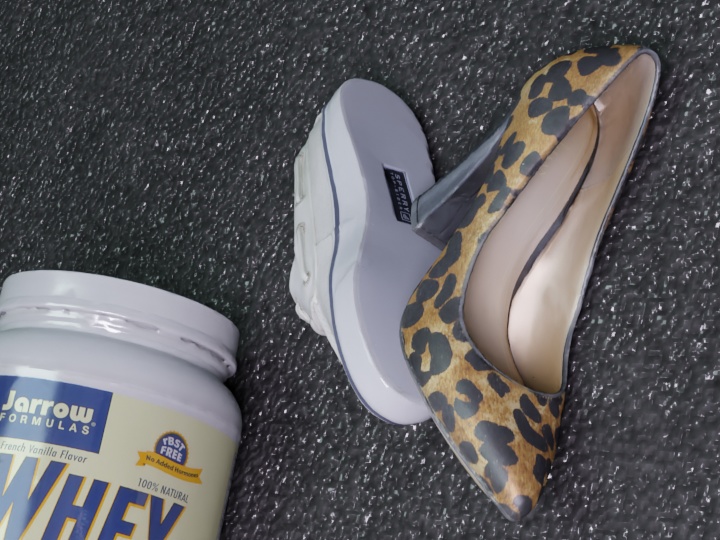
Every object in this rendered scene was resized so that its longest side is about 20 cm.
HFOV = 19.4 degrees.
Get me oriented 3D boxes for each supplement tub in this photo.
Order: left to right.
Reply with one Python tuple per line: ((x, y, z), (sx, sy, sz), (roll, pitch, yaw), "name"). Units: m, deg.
((-0.138, 0.114, 1.032), (0.145, 0.145, 0.200), (-7, 66, 47), "supplement tub")

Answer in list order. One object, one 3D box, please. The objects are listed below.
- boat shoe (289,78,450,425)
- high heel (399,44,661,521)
((0.000, 0.000, 0.998), (0.070, 0.071, 0.200), (-47, 39, 36), "boat shoe")
((0.084, -0.003, 0.894), (0.143, 0.071, 0.200), (-41, 38, 31), "high heel")
